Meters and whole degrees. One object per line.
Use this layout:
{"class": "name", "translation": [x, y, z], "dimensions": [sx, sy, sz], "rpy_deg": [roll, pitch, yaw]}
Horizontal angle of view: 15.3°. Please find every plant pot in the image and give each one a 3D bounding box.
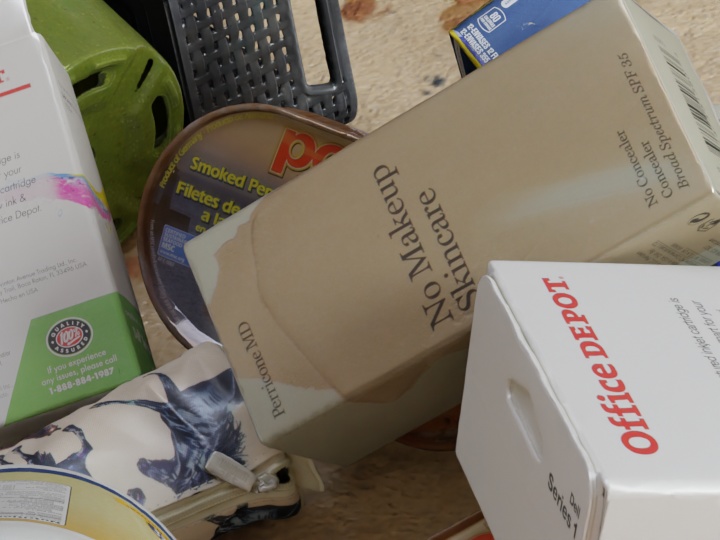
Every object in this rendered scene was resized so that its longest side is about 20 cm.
{"class": "plant pot", "translation": [-0.189, -0.092, 1.293], "dimensions": [0.189, 0.201, 0.200], "rpy_deg": [32, 51, 32]}

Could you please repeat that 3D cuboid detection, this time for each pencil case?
{"class": "pencil case", "translation": [-0.117, 0.100, 1.054], "dimensions": [0.199, 0.078, 0.089], "rpy_deg": [-26, 17, -22]}

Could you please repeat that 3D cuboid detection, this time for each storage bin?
{"class": "storage bin", "translation": [-0.098, -0.144, 1.362], "dimensions": [0.093, 0.136, 0.200], "rpy_deg": [-26, 36, -22]}

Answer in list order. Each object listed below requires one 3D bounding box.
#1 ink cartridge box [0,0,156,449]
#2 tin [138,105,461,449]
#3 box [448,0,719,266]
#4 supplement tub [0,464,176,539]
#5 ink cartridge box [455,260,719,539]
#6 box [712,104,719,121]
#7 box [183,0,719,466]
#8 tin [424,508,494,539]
{"class": "ink cartridge box", "translation": [-0.168, -0.023, 1.151], "dimensions": [0.116, 0.067, 0.201], "rpy_deg": [-18, 76, 2]}
{"class": "tin", "translation": [0.000, 0.000, 1.111], "dimensions": [0.199, 0.113, 0.042], "rpy_deg": [22, 16, 24]}
{"class": "box", "translation": [0.120, -0.031, 1.088], "dimensions": [0.064, 0.070, 0.200], "rpy_deg": [-36, 70, -5]}
{"class": "supplement tub", "translation": [-0.114, 0.145, 0.863], "dimensions": [0.143, 0.146, 0.200], "rpy_deg": [-14, 5, -4]}
{"class": "ink cartridge box", "translation": [0.146, 0.067, 0.928], "dimensions": [0.198, 0.085, 0.145], "rpy_deg": [1, 29, -16]}
{"class": "box", "translation": [0.091, -0.018, 1.178], "dimensions": [0.198, 0.069, 0.082], "rpy_deg": [-6, 33, 10]}
{"class": "box", "translation": [0.043, -0.012, 1.018], "dimensions": [0.199, 0.078, 0.095], "rpy_deg": [-31, 70, 17]}
{"class": "tin", "translation": [0.087, 0.121, 0.998], "dimensions": [0.199, 0.042, 0.112], "rpy_deg": [-26, 40, -22]}
